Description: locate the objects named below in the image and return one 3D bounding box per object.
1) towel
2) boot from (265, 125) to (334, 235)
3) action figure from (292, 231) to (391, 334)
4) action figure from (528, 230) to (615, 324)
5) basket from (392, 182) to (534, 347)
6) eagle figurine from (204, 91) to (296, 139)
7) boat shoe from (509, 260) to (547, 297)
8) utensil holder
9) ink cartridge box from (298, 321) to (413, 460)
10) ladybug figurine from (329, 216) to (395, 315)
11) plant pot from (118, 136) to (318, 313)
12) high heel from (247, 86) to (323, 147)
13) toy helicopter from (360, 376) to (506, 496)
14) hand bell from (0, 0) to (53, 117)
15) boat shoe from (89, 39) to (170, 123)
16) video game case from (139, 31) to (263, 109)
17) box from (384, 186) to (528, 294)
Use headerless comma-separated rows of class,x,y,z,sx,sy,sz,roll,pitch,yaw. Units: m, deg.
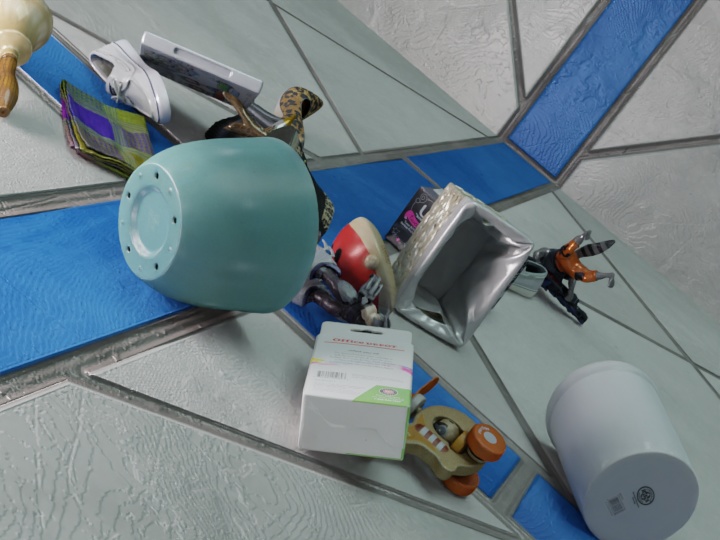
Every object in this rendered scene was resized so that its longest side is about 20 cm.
towel,-0.327,-0.178,1.606,0.142,0.023,0.201,25,22,-32
boot,-0.104,-0.081,1.692,0.155,0.072,0.205,59,38,-39
action figure,-0.013,0.044,1.527,0.200,0.131,0.069,41,46,24
action figure,0.415,0.004,2.374,0.200,0.105,0.192,48,-32,-22
basket,0.144,-0.014,1.831,0.134,0.201,0.124,30,15,-20
eagle figurine,-0.152,-0.183,1.835,0.200,0.148,0.154,154,-75,-78
boat shoe,0.278,-0.009,2.270,0.199,0.072,0.070,19,25,-46
utensil holder,0.353,0.248,1.646,0.169,0.171,0.201,31,21,-20
ink cartridge box,-0.001,0.128,1.347,0.115,0.068,0.200,6,21,2
ladybug figurine,0.000,0.000,1.641,0.200,0.071,0.138,105,-32,-81
plant pot,-0.170,-0.051,1.345,0.159,0.202,0.201,-1,40,-43
high heel,-0.100,-0.256,2.129,0.142,0.072,0.199,40,33,27
toy helicopter,0.063,0.185,1.402,0.198,0.079,0.133,6,40,-38
hand bell,-0.438,-0.257,1.519,0.103,0.104,0.202,26,34,-32
boat shoe,-0.332,-0.264,1.745,0.065,0.075,0.200,-19,39,-24
video game case,-0.239,-0.290,1.792,0.180,0.024,0.200,22,-4,-11
box,0.165,-0.038,2.055,0.200,0.115,0.132,44,19,17
